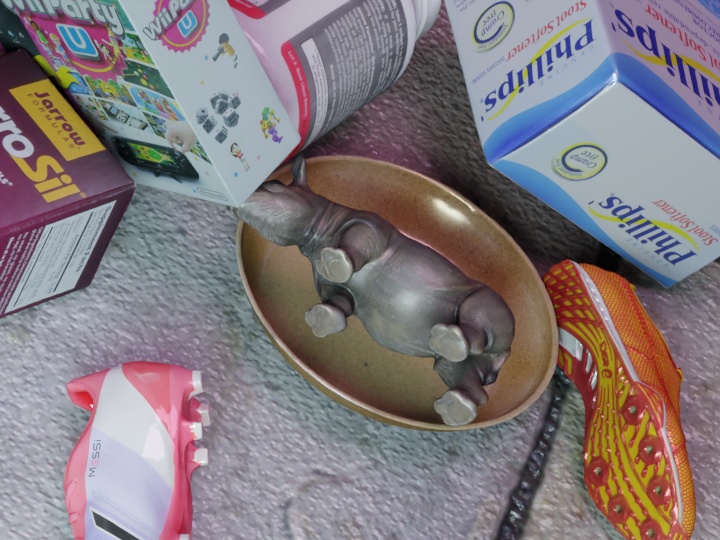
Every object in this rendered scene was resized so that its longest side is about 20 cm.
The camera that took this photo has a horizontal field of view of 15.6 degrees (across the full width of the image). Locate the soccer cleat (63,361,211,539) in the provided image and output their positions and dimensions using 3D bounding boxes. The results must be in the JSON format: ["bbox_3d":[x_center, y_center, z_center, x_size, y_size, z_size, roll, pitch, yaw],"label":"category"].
[{"bbox_3d":[-0.116,0.130,1.297,0.076,0.067,0.200,-4,51,7],"label":"soccer cleat"}]

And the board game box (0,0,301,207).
[{"bbox_3d":[-0.136,-0.135,1.394,0.147,0.200,0.064,13,52,44],"label":"board game box"}]

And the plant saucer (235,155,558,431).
[{"bbox_3d":[0.016,0.020,1.492,0.200,0.035,0.201,16,44,-16],"label":"plant saucer"}]

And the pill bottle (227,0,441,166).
[{"bbox_3d":[-0.036,-0.138,1.557,0.111,0.111,0.200,41,42,10],"label":"pill bottle"}]

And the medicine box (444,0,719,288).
[{"bbox_3d":[0.153,-0.121,1.614,0.182,0.103,0.200,31,34,-39],"label":"medicine box"}]

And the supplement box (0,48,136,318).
[{"bbox_3d":[-0.230,-0.029,1.352,0.200,0.086,0.110,-23,64,-43],"label":"supplement box"}]

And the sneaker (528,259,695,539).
[{"bbox_3d":[0.161,0.075,1.502,0.077,0.073,0.200,14,46,-33],"label":"sneaker"}]

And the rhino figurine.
[{"bbox_3d":[0.000,0.000,1.429,0.200,0.060,0.087,36,28,7],"label":"rhino figurine"}]
